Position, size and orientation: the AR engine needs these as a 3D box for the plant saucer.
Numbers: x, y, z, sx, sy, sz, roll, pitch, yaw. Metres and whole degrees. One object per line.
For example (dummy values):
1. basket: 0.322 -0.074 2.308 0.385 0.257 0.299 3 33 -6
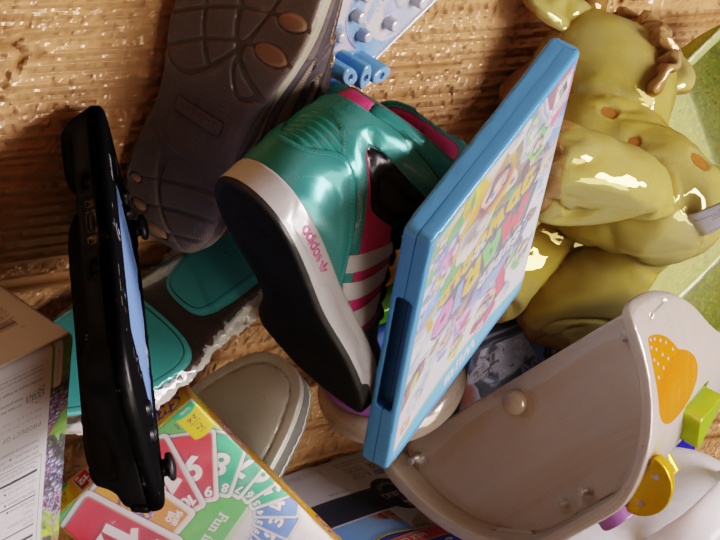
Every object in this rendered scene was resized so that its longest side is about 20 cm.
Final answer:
1. plant saucer: 0.178 -0.026 1.733 0.200 0.048 0.200 -43 131 -22

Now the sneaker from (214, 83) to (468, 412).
1. sneaker: 0.002 -0.022 1.390 0.121 0.084 0.200 -45 150 -17

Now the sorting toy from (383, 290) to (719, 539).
1. sorting toy: 0.149 0.084 1.616 0.200 0.107 0.180 -34 175 38

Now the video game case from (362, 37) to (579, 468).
1. video game case: 0.053 -0.005 1.401 0.143 0.018 0.200 -52 164 -33

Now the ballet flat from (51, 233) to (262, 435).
1. ballet flat: -0.098 0.034 1.426 0.200 0.072 0.072 -34 142 -31

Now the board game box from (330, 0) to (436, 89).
1. board game box: 0.029 -0.203 1.429 0.200 0.026 0.200 -45 146 -18

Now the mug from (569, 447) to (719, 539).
1. mug: 0.177 0.173 1.695 0.175 0.148 0.200 -36 171 -46

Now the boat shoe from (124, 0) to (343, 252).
1. boat shoe: -0.053 -0.103 1.372 0.073 0.074 0.200 -27 150 -58

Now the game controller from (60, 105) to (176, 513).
1. game controller: -0.112 0.015 1.296 0.042 0.200 0.104 -4 132 -7

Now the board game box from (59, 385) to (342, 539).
1. board game box: -0.064 0.155 1.478 0.096 0.030 0.200 -41 121 4

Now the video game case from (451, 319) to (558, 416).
1. video game case: 0.096 0.103 1.788 0.181 0.025 0.200 -20 133 -44

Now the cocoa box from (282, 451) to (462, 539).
1. cocoa box: -0.016 0.231 1.646 0.133 0.131 0.200 -12 127 -49

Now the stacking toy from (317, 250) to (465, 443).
1. stacking toy: 0.000 0.000 1.531 0.085 0.085 0.200 -40 137 -25

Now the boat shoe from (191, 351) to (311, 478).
1. boat shoe: -0.089 0.131 1.521 0.202 0.072 0.060 -55 149 8

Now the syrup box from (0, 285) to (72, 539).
1. syrup box: -0.196 0.105 1.341 0.081 0.079 0.200 -28 138 -39

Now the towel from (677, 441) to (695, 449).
1. towel: 0.149 0.146 1.826 0.200 0.050 0.148 -30 139 -36

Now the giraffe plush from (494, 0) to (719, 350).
1. giraffe plush: 0.128 -0.074 1.569 0.200 0.162 0.173 -18 145 12
